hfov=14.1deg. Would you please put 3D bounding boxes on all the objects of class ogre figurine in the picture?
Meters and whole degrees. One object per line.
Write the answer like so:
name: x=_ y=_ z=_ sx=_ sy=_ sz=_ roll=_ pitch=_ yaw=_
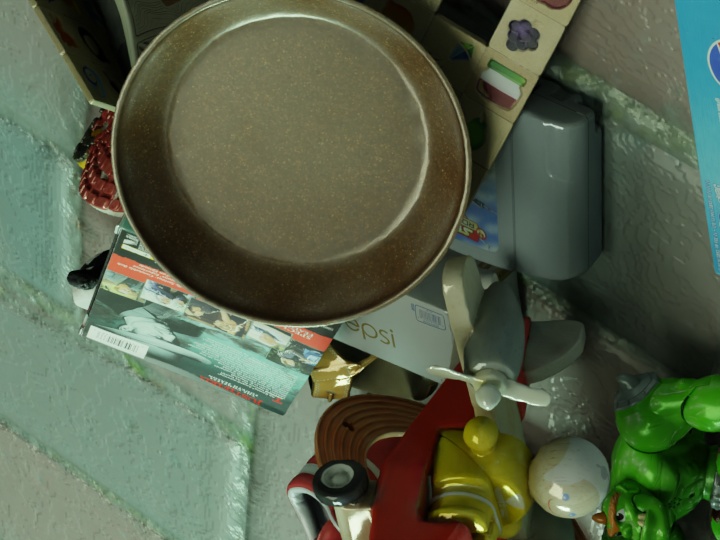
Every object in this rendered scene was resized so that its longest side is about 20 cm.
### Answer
ogre figurine: x=0.198 y=0.127 z=1.661 sx=0.119 sy=0.098 sz=0.200 roll=14 pitch=152 yaw=15

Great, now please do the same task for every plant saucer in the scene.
plant saucer: x=-0.036 y=-0.066 z=1.603 sx=0.199 sy=0.037 sz=0.201 roll=3 pitch=113 yaw=6

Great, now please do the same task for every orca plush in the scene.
orca plush: x=-0.131 y=-0.004 z=1.904 sx=0.105 sy=0.071 sz=0.200 roll=22 pitch=171 yaw=-13

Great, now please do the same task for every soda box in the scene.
soda box: x=0.209 y=-0.086 z=1.454 sx=0.068 sy=0.064 sz=0.201 roll=18 pitch=136 yaw=36
soda box: x=0.000 y=0.000 z=1.771 sx=0.200 sy=0.068 sz=0.064 roll=22 pitch=138 yaw=34

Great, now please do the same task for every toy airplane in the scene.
toy airplane: x=0.080 y=0.097 z=1.616 sx=0.141 sy=0.200 sz=0.200 roll=13 pitch=92 yaw=31

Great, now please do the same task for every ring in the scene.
ring: x=0.056 y=0.148 z=1.753 sx=0.200 sy=0.200 sz=0.019 roll=39 pitch=116 yaw=13

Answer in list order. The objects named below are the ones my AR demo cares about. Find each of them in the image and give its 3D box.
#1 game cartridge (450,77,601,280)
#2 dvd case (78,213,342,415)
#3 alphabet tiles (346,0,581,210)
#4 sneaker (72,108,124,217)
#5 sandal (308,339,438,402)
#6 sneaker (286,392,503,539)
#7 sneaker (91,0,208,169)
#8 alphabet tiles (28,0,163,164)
game cartridge: x=0.050 y=-0.073 z=1.673 sx=0.200 sy=0.042 sz=0.134 roll=26 pitch=136 yaw=30
dvd case: x=-0.091 y=0.027 z=1.776 sx=0.145 sy=0.022 sz=0.200 roll=21 pitch=156 yaw=-4
alphabet tiles: x=0.007 y=-0.145 z=1.589 sx=0.200 sy=0.008 sz=0.168 roll=32 pitch=123 yaw=5
sneaker: x=-0.122 y=-0.068 z=1.787 sx=0.082 sy=0.078 sz=0.200 roll=30 pitch=-171 yaw=-12
sandal: x=-0.027 y=0.050 z=1.863 sx=0.200 sy=0.054 sz=0.081 roll=13 pitch=132 yaw=42
sneaker: x=0.044 y=0.175 z=1.856 sx=0.200 sy=0.112 sz=0.071 roll=37 pitch=145 yaw=16
sneaker: x=-0.117 y=-0.151 z=1.677 sx=0.106 sy=0.075 sz=0.201 roll=179 pitch=69 yaw=-76
alphabet tiles: x=-0.151 y=-0.138 z=1.697 sx=0.006 sy=0.166 sz=0.200 roll=-36 pitch=73 yaw=15
